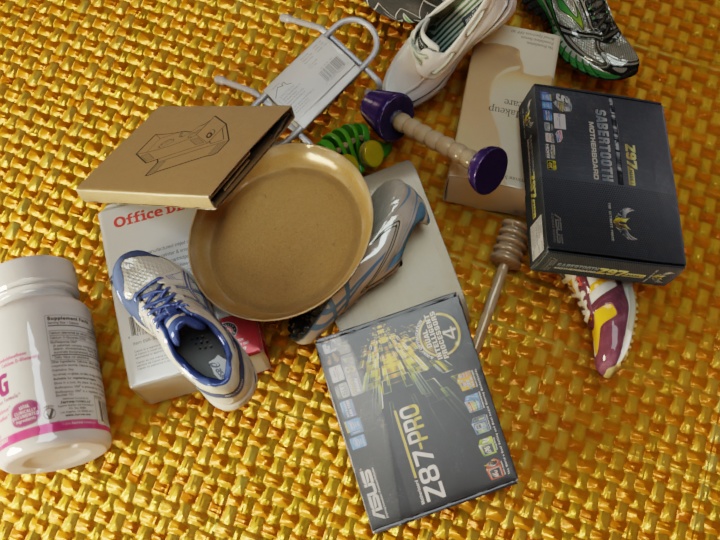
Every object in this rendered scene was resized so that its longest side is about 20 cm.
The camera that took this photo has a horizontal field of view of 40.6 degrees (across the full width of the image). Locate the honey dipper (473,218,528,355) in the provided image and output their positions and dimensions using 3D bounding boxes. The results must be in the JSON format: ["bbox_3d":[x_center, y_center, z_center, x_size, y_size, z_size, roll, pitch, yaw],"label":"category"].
[{"bbox_3d":[0.139,0.041,1.059,0.037,0.038,0.203,20,76,8],"label":"honey dipper"}]

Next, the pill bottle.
[{"bbox_3d":[-0.328,0.096,1.005,0.111,0.114,0.204,-14,70,-4],"label":"pill bottle"}]

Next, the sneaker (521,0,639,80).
[{"bbox_3d":[0.259,-0.306,1.140,0.077,0.086,0.202,-22,70,-37],"label":"sneaker"}]

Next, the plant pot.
[{"bbox_3d":[-0.079,-0.037,0.983,0.195,0.028,0.204,-7,62,13],"label":"plant pot"}]

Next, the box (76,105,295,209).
[{"bbox_3d":[-0.188,-0.127,1.048,0.197,0.022,0.164,5,44,33],"label":"box"}]

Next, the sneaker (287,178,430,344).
[{"bbox_3d":[0.000,0.000,1.007,0.072,0.072,0.201,40,87,-28],"label":"sneaker"}]

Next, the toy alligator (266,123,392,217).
[{"bbox_3d":[-0.039,-0.119,1.074,0.199,0.059,0.055,-33,110,-35],"label":"toy alligator"}]

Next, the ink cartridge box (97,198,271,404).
[{"bbox_3d":[-0.188,0.021,1.044,0.141,0.084,0.204,-15,71,-3],"label":"ink cartridge box"}]

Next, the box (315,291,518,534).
[{"bbox_3d":[0.055,0.143,0.995,0.158,0.049,0.204,-17,84,-3],"label":"box"}]

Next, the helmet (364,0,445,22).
[{"bbox_3d":[0.066,-0.389,1.127,0.195,0.200,0.195,-1,106,1],"label":"helmet"}]

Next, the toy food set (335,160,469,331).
[{"bbox_3d":[0.022,-0.008,1.071,0.141,0.060,0.204,-20,79,-6],"label":"toy food set"}]

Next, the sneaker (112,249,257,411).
[{"bbox_3d":[-0.173,0.045,0.945,0.075,0.088,0.200,-44,75,-10],"label":"sneaker"}]

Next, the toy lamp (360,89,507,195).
[{"bbox_3d":[0.073,-0.147,1.055,0.058,0.059,0.199,-44,51,-13],"label":"toy lamp"}]

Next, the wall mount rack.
[{"bbox_3d":[-0.075,-0.225,1.140,0.173,0.075,0.200,42,76,11],"label":"wall mount rack"}]

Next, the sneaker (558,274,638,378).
[{"bbox_3d":[0.247,0.017,1.046,0.088,0.075,0.204,9,62,2],"label":"sneaker"}]

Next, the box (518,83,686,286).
[{"bbox_3d":[0.251,-0.091,1.023,0.154,0.051,0.204,7,65,-12],"label":"box"}]

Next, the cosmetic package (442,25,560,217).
[{"bbox_3d":[0.162,-0.174,1.113,0.103,0.071,0.204,10,71,4],"label":"cosmetic package"}]

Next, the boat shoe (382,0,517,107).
[{"bbox_3d":[0.084,-0.260,1.091,0.200,0.066,0.074,-43,67,30],"label":"boat shoe"}]
